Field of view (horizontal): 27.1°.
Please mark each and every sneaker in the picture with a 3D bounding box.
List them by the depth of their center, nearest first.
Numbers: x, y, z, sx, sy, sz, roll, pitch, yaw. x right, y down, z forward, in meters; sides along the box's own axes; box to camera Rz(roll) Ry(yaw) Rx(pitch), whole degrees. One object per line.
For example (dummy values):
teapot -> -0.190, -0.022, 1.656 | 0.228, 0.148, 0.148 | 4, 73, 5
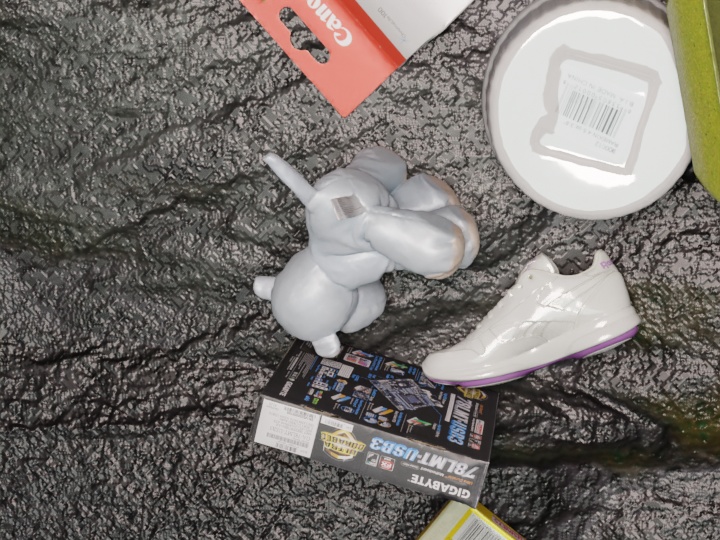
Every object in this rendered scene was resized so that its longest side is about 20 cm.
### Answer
sneaker -> 0.145, 0.044, 1.336 | 0.198, 0.075, 0.101 | -19, 85, 9

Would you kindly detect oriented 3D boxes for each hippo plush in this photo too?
hippo plush -> 0.000, 0.000, 1.287 | 0.159, 0.199, 0.162 | 36, 115, 22

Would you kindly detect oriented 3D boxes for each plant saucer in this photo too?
plant saucer -> 0.307, -0.162, 1.209 | 0.047, 0.199, 0.202 | -4, 104, 37

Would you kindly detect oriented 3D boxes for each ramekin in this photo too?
ramekin -> 0.198, -0.139, 1.263 | 0.197, 0.098, 0.203 | 2, 103, 8

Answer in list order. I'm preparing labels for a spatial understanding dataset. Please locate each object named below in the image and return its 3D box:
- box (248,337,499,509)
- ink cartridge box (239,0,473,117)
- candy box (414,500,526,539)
box -> 0.019, 0.124, 1.297 | 0.196, 0.200, 0.050 | 18, 105, 3
ink cartridge box -> 0.004, -0.255, 1.293 | 0.200, 0.057, 0.163 | -42, 94, 10
candy box -> 0.140, 0.304, 1.409 | 0.199, 0.026, 0.103 | 39, 109, -1
